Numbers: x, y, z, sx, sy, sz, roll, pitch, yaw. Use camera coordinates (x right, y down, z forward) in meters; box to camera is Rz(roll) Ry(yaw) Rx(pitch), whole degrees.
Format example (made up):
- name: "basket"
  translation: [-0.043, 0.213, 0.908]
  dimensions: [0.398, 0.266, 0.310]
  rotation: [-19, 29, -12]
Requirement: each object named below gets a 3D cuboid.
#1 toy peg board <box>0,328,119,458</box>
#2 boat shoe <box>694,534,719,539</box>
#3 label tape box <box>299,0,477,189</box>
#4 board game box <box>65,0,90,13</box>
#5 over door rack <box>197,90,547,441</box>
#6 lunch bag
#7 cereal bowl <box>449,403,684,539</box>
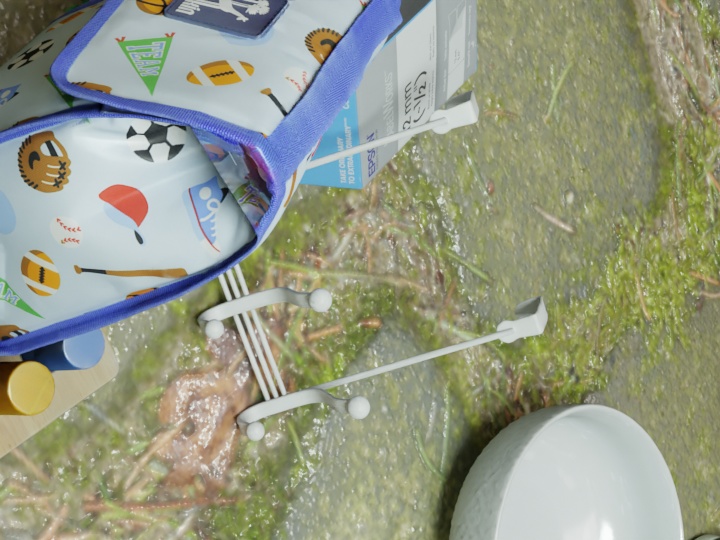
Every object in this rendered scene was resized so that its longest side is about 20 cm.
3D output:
- name: "toy peg board"
  translation: [-0.211, 0.012, 0.677]
  dimensions: [0.199, 0.097, 0.202]
  rotation: [-36, 110, -37]
- name: "boat shoe"
  translation: [0.246, 0.268, 1.083]
  dimensions: [0.199, 0.061, 0.076]
  rotation: [-25, 105, -39]
- name: "label tape box"
  translation: [-0.005, -0.129, 0.849]
  dimensions: [0.200, 0.066, 0.144]
  rotation: [-50, 151, -34]
- name: "board game box"
  translation: [-0.049, -0.204, 0.774]
  dimensions: [0.199, 0.199, 0.026]
  rotation: [-38, 97, -37]
- name: "over door rack"
  translation: [0.000, 0.000, 0.821]
  dimensions: [0.198, 0.067, 0.149]
  rotation: [-20, 106, -1]
- name: "lunch bag"
  translation: [-0.088, -0.068, 0.644]
  dimensions: [0.125, 0.198, 0.171]
  rotation: [60, 36, -25]
- name: "cereal bowl"
  translation: [0.129, 0.192, 0.972]
  dimensions: [0.198, 0.083, 0.203]
  rotation: [5, 83, -41]
